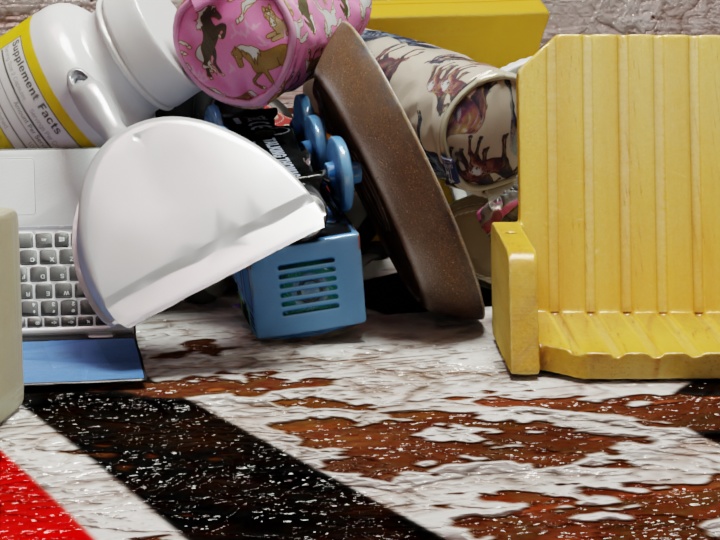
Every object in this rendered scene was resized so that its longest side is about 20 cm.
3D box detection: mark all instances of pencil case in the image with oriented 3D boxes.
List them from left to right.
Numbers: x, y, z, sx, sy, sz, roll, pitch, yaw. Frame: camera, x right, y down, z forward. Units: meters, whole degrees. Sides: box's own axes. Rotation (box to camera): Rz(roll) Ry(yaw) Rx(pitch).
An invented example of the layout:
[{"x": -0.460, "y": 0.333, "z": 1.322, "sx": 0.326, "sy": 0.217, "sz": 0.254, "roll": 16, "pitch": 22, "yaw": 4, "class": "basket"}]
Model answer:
[{"x": -0.052, "y": -0.162, "z": 1.611, "sx": 0.086, "sy": 0.083, "sz": 0.200, "roll": 26, "pitch": 21, "yaw": 6, "class": "pencil case"}, {"x": 0.038, "y": -0.105, "z": 1.680, "sx": 0.077, "sy": 0.090, "sz": 0.200, "roll": -3, "pitch": 16, "yaw": -30, "class": "pencil case"}]

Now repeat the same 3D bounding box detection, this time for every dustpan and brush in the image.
[{"x": -0.122, "y": -0.057, "z": 1.460, "sx": 0.139, "sy": 0.200, "sz": 0.057, "roll": -27, "pitch": -27, "yaw": -14, "class": "dustpan and brush"}]

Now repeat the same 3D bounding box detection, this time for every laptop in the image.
[{"x": -0.219, "y": -0.004, "z": 1.442, "sx": 0.186, "sy": 0.201, "sz": 0.116, "roll": -1, "pitch": -25, "yaw": -8, "class": "laptop"}]

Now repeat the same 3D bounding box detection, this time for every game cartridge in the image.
[{"x": 0.036, "y": -0.110, "z": 1.872, "sx": 0.175, "sy": 0.201, "sz": 0.032, "roll": -4, "pitch": 37, "yaw": -27, "class": "game cartridge"}]

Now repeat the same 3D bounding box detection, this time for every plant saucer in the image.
[{"x": 0.018, "y": -0.055, "z": 1.554, "sx": 0.034, "sy": 0.201, "sz": 0.200, "roll": -25, "pitch": 11, "yaw": -5, "class": "plant saucer"}]

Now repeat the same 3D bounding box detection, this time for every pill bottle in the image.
[{"x": -0.198, "y": -0.097, "z": 1.589, "sx": 0.199, "sy": 0.112, "sz": 0.111, "roll": -31, "pitch": 1, "yaw": 15, "class": "pill bottle"}]

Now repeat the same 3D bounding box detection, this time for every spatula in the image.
[{"x": 0.000, "y": 0.000, "z": 1.643, "sx": 0.056, "sy": 0.021, "sz": 0.200, "roll": 7, "pitch": 24, "yaw": 39, "class": "spatula"}]

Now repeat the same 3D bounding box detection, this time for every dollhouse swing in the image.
[{"x": 0.179, "y": -0.041, "z": 1.448, "sx": 0.199, "sy": 0.177, "sz": 0.182, "roll": 1, "pitch": 9, "yaw": -2, "class": "dollhouse swing"}]

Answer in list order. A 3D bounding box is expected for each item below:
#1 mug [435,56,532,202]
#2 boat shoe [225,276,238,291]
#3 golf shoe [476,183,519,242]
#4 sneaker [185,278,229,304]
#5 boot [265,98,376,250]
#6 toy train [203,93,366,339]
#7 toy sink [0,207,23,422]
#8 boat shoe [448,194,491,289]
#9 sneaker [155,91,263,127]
[{"x": 0.109, "y": -0.079, "z": 1.798, "sx": 0.199, "sy": 0.149, "sz": 0.175, "roll": 2, "pitch": 5, "yaw": 2, "class": "mug"}, {"x": -0.091, "y": -0.034, "z": 1.751, "sx": 0.075, "sy": 0.074, "sz": 0.200, "roll": -3, "pitch": 9, "yaw": -17, "class": "boat shoe"}, {"x": 0.175, "y": -0.039, "z": 1.558, "sx": 0.199, "sy": 0.092, "sz": 0.073, "roll": -25, "pitch": -2, "yaw": -3, "class": "golf shoe"}, {"x": -0.180, "y": -0.010, "z": 1.663, "sx": 0.200, "sy": 0.106, "sz": 0.075, "roll": 36, "pitch": 2, "yaw": 27, "class": "sneaker"}, {"x": -0.044, "y": -0.069, "z": 1.733, "sx": 0.144, "sy": 0.072, "sz": 0.200, "roll": 42, "pitch": 1, "yaw": -1, "class": "boot"}, {"x": -0.051, "y": -0.036, "z": 1.554, "sx": 0.086, "sy": 0.115, "sz": 0.200, "roll": -7, "pitch": 19, "yaw": -11, "class": "toy train"}, {"x": -0.248, "y": 0.028, "z": 1.218, "sx": 0.130, "sy": 0.113, "sz": 0.200, "roll": 0, "pitch": 9, "yaw": 8, "class": "toy sink"}, {"x": 0.132, "y": -0.012, "z": 1.620, "sx": 0.199, "sy": 0.073, "sz": 0.065, "roll": 9, "pitch": 10, "yaw": 21, "class": "boat shoe"}, {"x": -0.130, "y": -0.100, "z": 1.705, "sx": 0.113, "sy": 0.076, "sz": 0.200, "roll": 31, "pitch": -31, "yaw": 7, "class": "sneaker"}]
